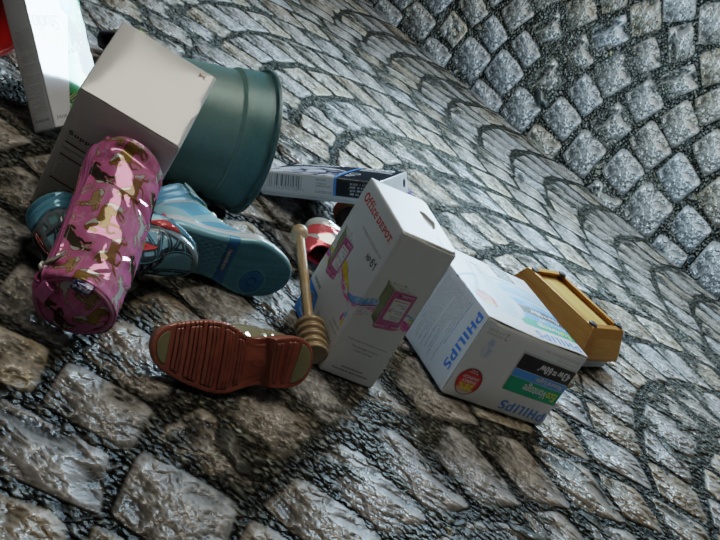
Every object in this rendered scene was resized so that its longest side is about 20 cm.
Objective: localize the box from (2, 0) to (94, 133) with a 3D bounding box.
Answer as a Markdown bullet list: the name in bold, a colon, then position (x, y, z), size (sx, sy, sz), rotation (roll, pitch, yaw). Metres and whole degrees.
- **box**: position (-0.398, -0.286, 1.522), size (0.036, 0.204, 0.144), rotation (-9, 9, 17)

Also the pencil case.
- **pencil case**: position (-0.254, -0.038, 1.144), size (0.081, 0.087, 0.202), rotation (6, 50, 6)

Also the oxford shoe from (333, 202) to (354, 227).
- **oxford shoe**: position (0.045, -0.045, 1.854), size (0.197, 0.071, 0.073), rotation (18, 40, -23)

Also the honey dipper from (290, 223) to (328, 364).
- **honey dipper**: position (-0.067, 0.023, 1.412), size (0.038, 0.038, 0.202), rotation (22, 40, -31)

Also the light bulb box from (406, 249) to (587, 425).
- **light bulb box**: position (0.173, 0.086, 1.625), size (0.196, 0.126, 0.201), rotation (21, 21, -34)

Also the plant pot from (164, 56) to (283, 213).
- **plant pot**: position (-0.231, -0.199, 1.565), size (0.193, 0.202, 0.201), rotation (15, 24, -27)

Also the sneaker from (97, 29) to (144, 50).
- **sneaker**: position (-0.353, -0.327, 1.867), size (0.080, 0.075, 0.199), rotation (1, 29, -47)

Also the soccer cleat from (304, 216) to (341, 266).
- **soccer cleat**: position (0.000, 0.000, 1.661), size (0.198, 0.068, 0.074), rotation (30, 36, -14)

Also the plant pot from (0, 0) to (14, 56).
- **plant pot**: position (-0.540, -0.406, 1.559), size (0.176, 0.203, 0.199), rotation (31, 14, 31)

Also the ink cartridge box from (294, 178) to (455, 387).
- **ink cartridge box**: position (0.014, 0.012, 1.412), size (0.084, 0.201, 0.145), rotation (23, 20, -28)

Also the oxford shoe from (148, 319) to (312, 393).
- **oxford shoe**: position (-0.143, 0.086, 1.205), size (0.198, 0.072, 0.073), rotation (15, 0, -44)

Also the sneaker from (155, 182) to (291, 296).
- **sneaker**: position (-0.179, -0.046, 1.426), size (0.198, 0.080, 0.131), rotation (22, 22, -34)

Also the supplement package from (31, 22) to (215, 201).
- **supplement package**: position (-0.261, -0.143, 1.282), size (0.119, 0.200, 0.122), rotation (30, 47, -11)

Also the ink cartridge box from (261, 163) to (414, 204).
- **ink cartridge box**: position (-0.031, -0.139, 1.838), size (0.195, 0.044, 0.200), rotation (7, 10, 18)

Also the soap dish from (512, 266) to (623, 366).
- **soap dish**: position (0.354, 0.077, 2.033), size (0.200, 0.082, 0.156), rotation (46, 22, 30)

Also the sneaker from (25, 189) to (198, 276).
- **sneaker**: position (-0.259, -0.011, 1.239), size (0.198, 0.080, 0.096), rotation (13, 41, -35)
